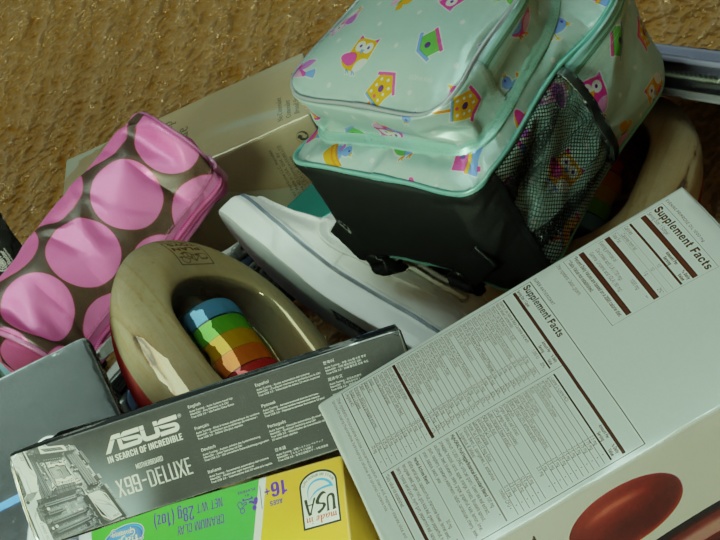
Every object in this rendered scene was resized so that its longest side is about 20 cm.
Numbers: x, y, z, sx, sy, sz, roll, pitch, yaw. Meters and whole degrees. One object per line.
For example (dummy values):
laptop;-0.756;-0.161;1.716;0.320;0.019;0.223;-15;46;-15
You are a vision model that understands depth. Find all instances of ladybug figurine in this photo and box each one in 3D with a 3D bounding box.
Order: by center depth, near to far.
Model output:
ladybug figurine;-0.082;0.063;1.174;0.135;0.072;0.200;-3;44;-40
ladybug figurine;0.140;-0.024;1.175;0.135;0.072;0.201;-3;41;36

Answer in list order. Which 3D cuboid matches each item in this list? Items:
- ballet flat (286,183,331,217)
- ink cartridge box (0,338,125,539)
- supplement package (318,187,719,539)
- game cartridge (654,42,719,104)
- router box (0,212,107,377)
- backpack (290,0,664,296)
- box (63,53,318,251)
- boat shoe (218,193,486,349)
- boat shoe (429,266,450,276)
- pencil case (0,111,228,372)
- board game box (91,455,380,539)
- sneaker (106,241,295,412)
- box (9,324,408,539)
ballet flat;0.022;-0.060;1.321;0.072;0.072;0.200;15;55;48
ink cartridge box;-0.200;0.167;1.105;0.199;0.043;0.199;-28;71;-4
supplement package;0.122;0.113;0.896;0.199;0.192;0.147;-31;33;0
game cartridge;0.224;-0.119;1.208;0.129;0.039;0.199;-6;14;-40
router box;-0.285;0.015;1.386;0.199;0.150;0.062;15;53;48
backpack;0.071;-0.106;1.134;0.175;0.154;0.200;11;49;48
box;-0.111;-0.067;1.425;0.199;0.078;0.095;-24;34;10
boat shoe;0.000;0.000;1.218;0.199;0.074;0.065;35;75;24
boat shoe;0.085;-0.064;1.272;0.086;0.075;0.202;15;57;48
pencil case;-0.164;-0.009;1.294;0.093;0.091;0.201;13;60;37
board game box;-0.054;0.207;0.959;0.152;0.040;0.202;-18;64;23
sneaker;-0.121;0.062;1.286;0.200;0.075;0.087;-49;20;-30
box;-0.067;0.081;1.007;0.198;0.050;0.158;-18;-1;1
